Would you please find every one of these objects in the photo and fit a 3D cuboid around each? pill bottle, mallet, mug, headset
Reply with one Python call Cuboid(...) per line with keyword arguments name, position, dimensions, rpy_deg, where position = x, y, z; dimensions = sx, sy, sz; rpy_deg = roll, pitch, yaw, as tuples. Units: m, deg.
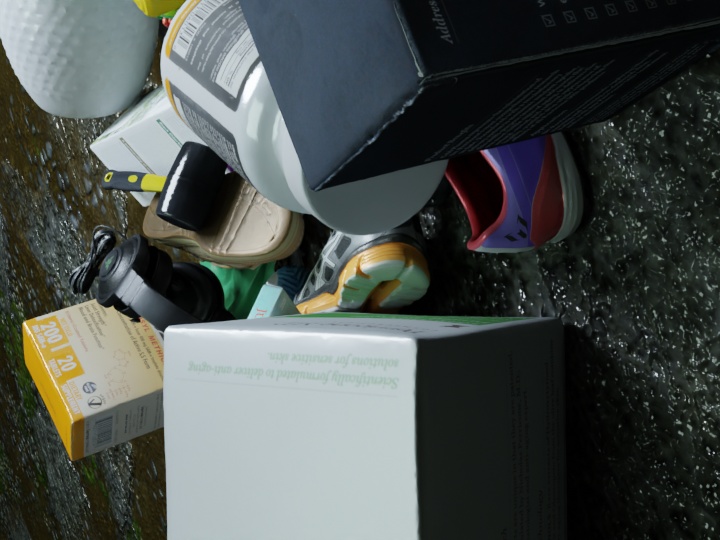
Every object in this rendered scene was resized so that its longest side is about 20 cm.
Cuboid(name="pill bottle", position=(-0.037, -0.103, 0.640), dimensions=(0.200, 0.116, 0.117), rpy_deg=(41, 137, 50))
Cuboid(name="mallet", position=(-0.169, -0.082, 0.887), dimensions=(0.200, 0.041, 0.066), rpy_deg=(23, 87, 57))
Cuboid(name="mug", position=(-0.251, -0.246, 0.965), dimensions=(0.200, 0.147, 0.176), rpy_deg=(-96, 7, -60))
Cuboid(name="headset", position=(-0.180, 0.026, 0.905), dimensions=(0.200, 0.123, 0.094), rpy_deg=(39, 95, 37))

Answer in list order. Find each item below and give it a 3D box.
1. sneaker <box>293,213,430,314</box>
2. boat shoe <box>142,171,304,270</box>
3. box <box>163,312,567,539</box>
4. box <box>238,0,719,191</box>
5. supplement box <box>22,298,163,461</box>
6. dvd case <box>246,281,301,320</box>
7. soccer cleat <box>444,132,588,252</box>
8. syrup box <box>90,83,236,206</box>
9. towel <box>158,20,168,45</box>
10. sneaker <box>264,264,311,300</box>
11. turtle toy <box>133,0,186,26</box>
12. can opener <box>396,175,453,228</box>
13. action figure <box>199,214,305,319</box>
Cuboid(name="sneaker", position=(0.000, 0.000, 0.796), dimensions=(0.200, 0.078, 0.078), rpy_deg=(141, 134, -60))
Cuboid(name="boat shoe", position=(-0.100, -0.036, 0.858), dimensions=(0.199, 0.064, 0.072), rpy_deg=(13, 75, 51))
Cuboid(name="box", position=(0.004, 0.128, 0.657), dimensions=(0.198, 0.171, 0.201), rpy_deg=(0, 92, 37))
Cuboid(name="box", position=(0.046, -0.167, 0.510), dimensions=(0.124, 0.196, 0.201), rpy_deg=(-35, 73, 58))
Cuboid(name="supplement box", position=(-0.210, 0.084, 1.038), dimensions=(0.126, 0.199, 0.074), rpy_deg=(53, 147, 28))
Cuboid(name="dvd case", position=(-0.054, 0.124, 0.790), dimensions=(0.022, 0.147, 0.200), rpy_deg=(9, 149, 27))
Cuboid(name="soccer cleat", position=(0.065, -0.106, 0.626), dimensions=(0.068, 0.073, 0.201), rpy_deg=(-32, 76, 59))
Cuboid(name="syrup box", position=(-0.148, -0.121, 0.922), dimensions=(0.082, 0.079, 0.200), rpy_deg=(50, 150, -21))
Cuboid(name="towel", position=(-0.154, -0.243, 0.960), dimensions=(0.132, 0.034, 0.201), rpy_deg=(-22, 85, 61))
Cuboid(name="sneaker", position=(-0.071, 0.085, 0.934), dimensions=(0.081, 0.076, 0.201), rpy_deg=(34, 130, 47))
Cuboid(name="turtle toy", position=(-0.108, -0.220, 0.811), dimensions=(0.200, 0.145, 0.101), rpy_deg=(53, 163, 30))
Cuboid(name="can opener", position=(0.011, -0.121, 0.723), dimensions=(0.063, 0.078, 0.201), rpy_deg=(112, 142, -57))
Cuboid(name="action figure", position=(-0.084, -0.032, 0.922), dimensions=(0.118, 0.054, 0.200), rpy_deg=(59, 139, 26))
